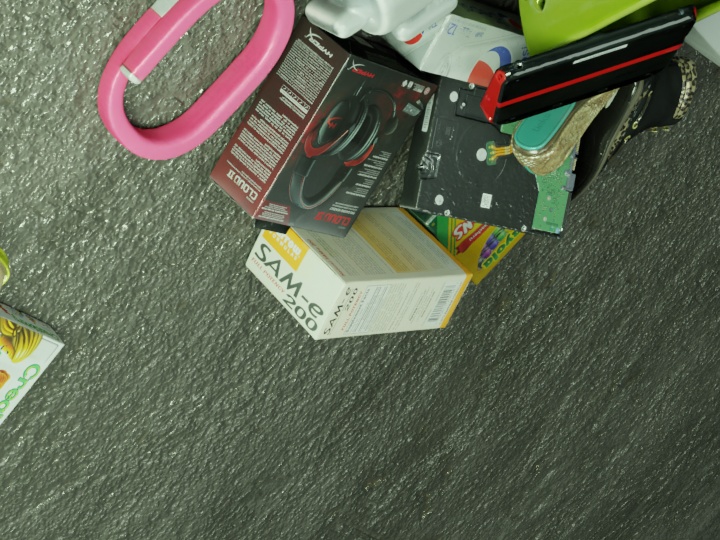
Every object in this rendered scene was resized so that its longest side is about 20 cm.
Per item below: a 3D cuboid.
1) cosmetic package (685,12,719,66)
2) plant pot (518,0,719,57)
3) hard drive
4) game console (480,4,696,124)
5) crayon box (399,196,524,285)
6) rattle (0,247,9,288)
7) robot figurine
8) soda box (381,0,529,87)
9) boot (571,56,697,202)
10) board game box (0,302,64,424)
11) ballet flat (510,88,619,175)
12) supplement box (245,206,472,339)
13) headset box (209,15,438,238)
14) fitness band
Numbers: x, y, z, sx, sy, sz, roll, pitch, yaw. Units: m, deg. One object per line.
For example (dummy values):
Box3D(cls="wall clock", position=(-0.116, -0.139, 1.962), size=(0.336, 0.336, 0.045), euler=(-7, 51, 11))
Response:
Box3D(cls="cosmetic package", position=(0.382, -0.290, 1.962), size=(0.071, 0.101, 0.200), euler=(-52, 148, 7))
Box3D(cls="plant pot", position=(0.261, -0.323, 1.677), size=(0.198, 0.183, 0.199), euler=(-14, 175, -39))
Box3D(cls="hard drive", position=(0.138, -0.116, 1.835), size=(0.199, 0.038, 0.141), euler=(9, 93, -34))
Box3D(cls="game console", position=(0.215, -0.198, 1.709), size=(0.198, 0.031, 0.177), euler=(-19, 170, -4))
Box3D(cls="crayon box", position=(0.134, -0.067, 1.956), size=(0.127, 0.051, 0.200), euler=(-47, 148, -1))
Box3D(cls="rattle", position=(-0.394, 0.021, 1.434), size=(0.199, 0.131, 0.143), euler=(-27, 139, 18))
Box3D(cls="robot figurine", position=(0.035, -0.285, 1.559), size=(0.199, 0.113, 0.170), euler=(-36, 131, -17))
Box3D(cls="soda box", position=(0.111, -0.225, 1.751), size=(0.199, 0.068, 0.064), euler=(6, 121, -52))
Box3D(cls="boot", position=(0.293, -0.163, 2.019), size=(0.150, 0.073, 0.201), euler=(-16, 142, -46))
Box3D(cls="board game box", position=(-0.370, 0.116, 1.587), size=(0.200, 0.035, 0.126), euler=(-51, 147, 5))
Box3D(cls="ballet flat", position=(0.224, -0.177, 1.832), size=(0.200, 0.070, 0.065), euler=(-48, 147, -15))
Box3D(cls="supplement box", position=(0.000, 0.000, 1.806), size=(0.199, 0.126, 0.074), euler=(-2, 128, -47))
Box3D(cls="headset box", position=(-0.039, -0.123, 1.678), size=(0.148, 0.075, 0.201), euler=(12, 115, -54))
Box3D(cls="fitness band", position=(-0.139, -0.183, 1.538), size=(0.200, 0.037, 0.144), euler=(-46, 147, 0))
